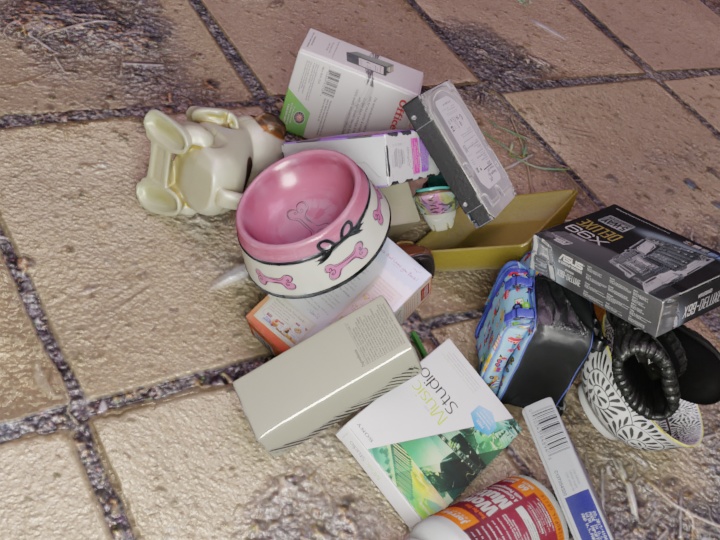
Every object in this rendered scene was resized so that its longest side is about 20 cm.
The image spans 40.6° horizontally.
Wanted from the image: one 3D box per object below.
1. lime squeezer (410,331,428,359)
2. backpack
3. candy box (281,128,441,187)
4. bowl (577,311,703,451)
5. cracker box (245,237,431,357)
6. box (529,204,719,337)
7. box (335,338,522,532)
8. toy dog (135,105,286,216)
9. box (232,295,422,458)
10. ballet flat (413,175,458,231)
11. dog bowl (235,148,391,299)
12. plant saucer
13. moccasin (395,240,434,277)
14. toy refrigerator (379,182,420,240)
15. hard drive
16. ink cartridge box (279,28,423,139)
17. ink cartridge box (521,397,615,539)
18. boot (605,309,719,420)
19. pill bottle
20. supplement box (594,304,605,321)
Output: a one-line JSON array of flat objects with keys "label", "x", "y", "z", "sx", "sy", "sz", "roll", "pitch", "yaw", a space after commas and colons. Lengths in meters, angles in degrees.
[{"label": "lime squeezer", "x": 0.074, "y": 0.152, "z": 1.219, "sx": 0.069, "sy": 0.038, "sz": 0.201, "roll": -1, "pitch": 36, "yaw": 21}, {"label": "backpack", "x": 0.227, "y": 0.060, "z": 1.265, "sx": 0.132, "sy": 0.184, "sz": 0.202, "roll": 13, "pitch": 46, "yaw": -5}, {"label": "candy box", "x": 0.011, "y": -0.161, "z": 1.395, "sx": 0.165, "sy": 0.073, "sz": 0.199, "roll": 0, "pitch": 10, "yaw": 30}, {"label": "bowl", "x": 0.345, "y": 0.159, "z": 1.263, "sx": 0.200, "sy": 0.094, "sz": 0.203, "roll": 34, "pitch": 33, "yaw": -27}, {"label": "cracker box", "x": -0.024, "y": 0.042, "z": 1.200, "sx": 0.134, "sy": 0.058, "sz": 0.200, "roll": 41, "pitch": 73, "yaw": 20}, {"label": "box", "x": 0.327, "y": -0.006, "z": 1.168, "sx": 0.156, "sy": 0.051, "sz": 0.199, "roll": -17, "pitch": 34, "yaw": -32}, {"label": "box", "x": 0.084, "y": 0.188, "z": 1.135, "sx": 0.199, "sy": 0.036, "sz": 0.145, "roll": -35, "pitch": 81, "yaw": -38}, {"label": "toy dog", "x": -0.182, "y": -0.159, "z": 1.339, "sx": 0.191, "sy": 0.142, "sz": 0.199, "roll": 18, "pitch": 27, "yaw": 26}, {"label": "box", "x": -0.036, "y": 0.119, "z": 1.087, "sx": 0.198, "sy": 0.069, "sz": 0.083, "roll": -29, "pitch": 58, "yaw": -1}, {"label": "ballet flat", "x": 0.115, "y": -0.097, "z": 1.433, "sx": 0.068, "sy": 0.073, "sz": 0.200, "roll": -3, "pitch": 10, "yaw": 7}, {"label": "dog bowl", "x": -0.065, "y": -0.066, "z": 1.193, "sx": 0.197, "sy": 0.074, "sz": 0.202, "roll": -14, "pitch": 46, "yaw": 14}, {"label": "plant saucer", "x": 0.199, "y": -0.052, "z": 1.421, "sx": 0.197, "sy": 0.049, "sz": 0.200, "roll": -4, "pitch": 24, "yaw": 38}, {"label": "moccasin", "x": 0.000, "y": -0.002, "z": 1.307, "sx": 0.198, "sy": 0.075, "sz": 0.078, "roll": -18, "pitch": 29, "yaw": -16}, {"label": "toy refrigerator", "x": -0.022, "y": -0.075, "z": 1.364, "sx": 0.197, "sy": 0.076, "sz": 0.071, "roll": -11, "pitch": 77, "yaw": -33}, {"label": "hard drive", "x": 0.146, "y": -0.170, "z": 1.394, "sx": 0.202, "sy": 0.038, "sz": 0.140, "roll": 60, "pitch": 30, "yaw": -4}, {"label": "ink cartridge box", "x": -0.015, "y": -0.269, "z": 1.541, "sx": 0.197, "sy": 0.147, "sz": 0.085, "roll": 21, "pitch": 38, "yaw": -3}, {"label": "ink cartridge box", "x": 0.244, "y": 0.268, "z": 1.051, "sx": 0.043, "sy": 0.201, "sz": 0.198, "roll": -25, "pitch": 48, "yaw": 7}, {"label": "boot", "x": 0.368, "y": 0.124, "z": 1.152, "sx": 0.210, "sy": 0.080, "sz": 0.159, "roll": 37, "pitch": 26, "yaw": -13}, {"label": "pill bottle", "x": 0.116, "y": 0.297, "z": 1.013, "sx": 0.198, "sy": 0.111, "sz": 0.110, "roll": -15, "pitch": 52, "yaw": -37}, {"label": "supplement box", "x": 0.333, "y": 0.031, "z": 1.442, "sx": 0.197, "sy": 0.069, "sz": 0.067, "roll": 22, "pitch": 39, "yaw": -4}]
